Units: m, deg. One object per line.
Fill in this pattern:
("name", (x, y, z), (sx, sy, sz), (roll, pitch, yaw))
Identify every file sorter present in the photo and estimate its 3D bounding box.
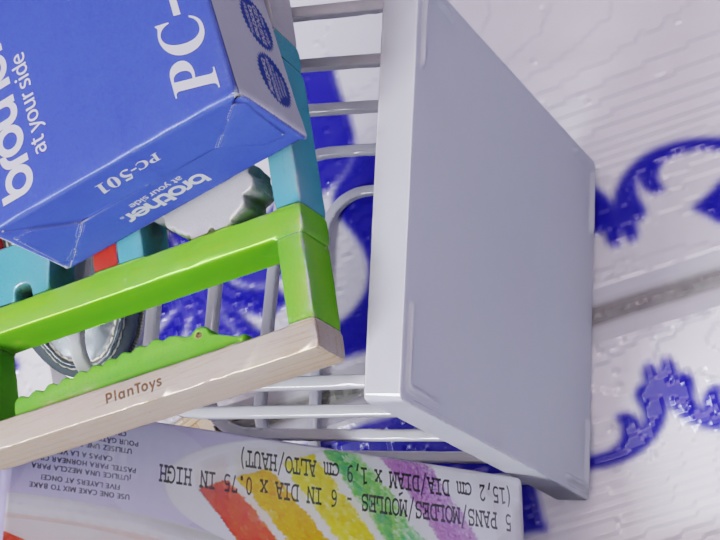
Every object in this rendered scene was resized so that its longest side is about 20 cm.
("file sorter", (0.000, 0.000, 0.696), (0.124, 0.200, 0.140), (-3, 74, 24))

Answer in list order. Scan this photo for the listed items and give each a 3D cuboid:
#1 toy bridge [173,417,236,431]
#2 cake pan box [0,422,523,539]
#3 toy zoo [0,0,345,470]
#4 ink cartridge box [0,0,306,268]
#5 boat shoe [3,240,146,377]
("toy bridge", (-0.131, 0.118, 0.780), (0.200, 0.067, 0.027), (-38, 66, 7))
("cake pan box", (-0.032, 0.147, 0.633), (0.199, 0.052, 0.185), (11, 58, -16))
("toy zoo", (-0.079, -0.048, 0.623), (0.131, 0.020, 0.201), (-19, 66, 21))
("ink cartridge box", (-0.091, -0.111, 0.611), (0.094, 0.044, 0.201), (-27, 64, 19))
("boat shoe", (-0.140, -0.047, 0.800), (0.072, 0.062, 0.201), (-12, 95, 5))
